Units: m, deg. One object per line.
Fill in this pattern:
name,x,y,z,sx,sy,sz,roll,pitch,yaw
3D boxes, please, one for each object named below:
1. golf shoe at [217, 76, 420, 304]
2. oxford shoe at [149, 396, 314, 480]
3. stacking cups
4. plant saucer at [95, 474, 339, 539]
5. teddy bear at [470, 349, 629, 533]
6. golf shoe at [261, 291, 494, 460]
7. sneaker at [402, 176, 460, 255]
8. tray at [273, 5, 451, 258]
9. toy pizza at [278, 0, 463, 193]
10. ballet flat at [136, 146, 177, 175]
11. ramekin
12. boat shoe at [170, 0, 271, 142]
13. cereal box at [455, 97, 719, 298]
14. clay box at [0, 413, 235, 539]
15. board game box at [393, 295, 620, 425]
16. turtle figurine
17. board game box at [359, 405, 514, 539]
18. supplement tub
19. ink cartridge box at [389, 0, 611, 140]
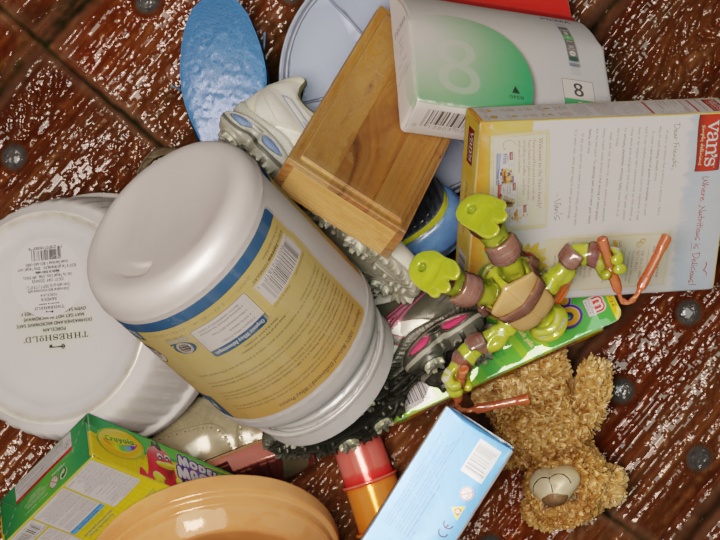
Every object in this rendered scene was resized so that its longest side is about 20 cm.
golf shoe,-0.012,-0.067,1.245,0.200,0.078,0.097,45,69,5
oxford shoe,-0.138,0.144,1.325,0.199,0.071,0.075,-13,63,1
stacking cups,0.027,0.223,1.326,0.060,0.061,0.201,-18,85,-1
plant saucer,-0.110,0.235,1.265,0.199,0.038,0.201,-9,132,-9
teddy bear,0.137,0.111,1.317,0.144,0.067,0.202,-4,89,1
golf shoe,0.006,0.073,1.270,0.199,0.077,0.088,-31,60,1
sneaker,0.000,0.000,1.318,0.199,0.078,0.066,-29,50,15
tray,0.017,-0.108,1.237,0.098,0.037,0.200,32,47,-5
toy pizza,0.033,-0.152,1.334,0.199,0.032,0.202,0,90,-6
ballet flat,-0.137,-0.001,1.324,0.067,0.046,0.201,-10,90,-2
ramekin,-0.216,0.037,1.269,0.199,0.105,0.202,-1,87,16
boat shoe,-0.103,-0.114,1.317,0.084,0.069,0.202,-6,93,1
cereal box,0.172,-0.052,1.224,0.199,0.040,0.145,-3,115,-13
clay box,-0.159,0.190,1.268,0.199,0.048,0.115,28,120,-36
board game box,0.096,0.037,1.297,0.199,0.030,0.096,-25,78,10
turtle figurine,0.114,0.007,1.176,0.200,0.161,0.065,-39,47,11
board game box,0.032,0.195,1.199,0.056,0.196,0.201,33,87,5
supplement tub,-0.080,0.021,1.173,0.145,0.145,0.200,-44,127,-1
ink cartridge box,0.103,-0.188,1.266,0.160,0.050,0.201,6,62,-18
